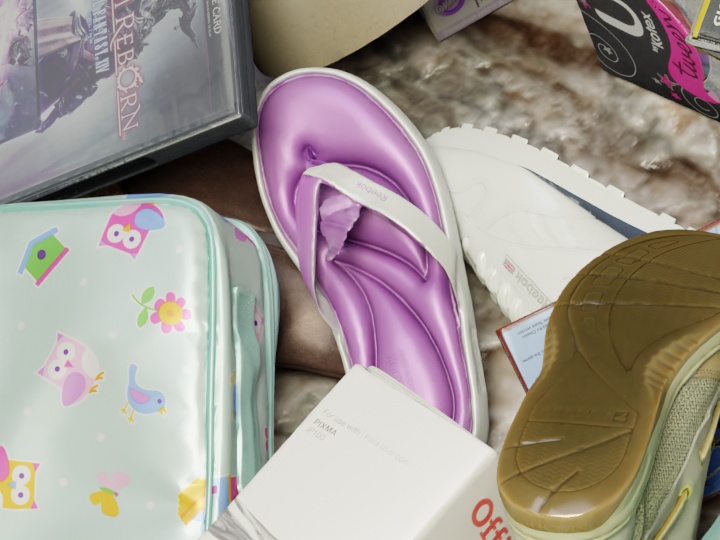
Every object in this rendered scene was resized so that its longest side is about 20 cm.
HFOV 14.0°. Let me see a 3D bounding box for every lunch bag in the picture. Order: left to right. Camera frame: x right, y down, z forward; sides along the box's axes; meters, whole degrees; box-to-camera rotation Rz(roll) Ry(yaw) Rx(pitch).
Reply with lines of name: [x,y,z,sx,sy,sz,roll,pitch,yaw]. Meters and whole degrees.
lunch bag: [-0.112,0.069,1.291,0.160,0.077,0.201,-4,77,19]

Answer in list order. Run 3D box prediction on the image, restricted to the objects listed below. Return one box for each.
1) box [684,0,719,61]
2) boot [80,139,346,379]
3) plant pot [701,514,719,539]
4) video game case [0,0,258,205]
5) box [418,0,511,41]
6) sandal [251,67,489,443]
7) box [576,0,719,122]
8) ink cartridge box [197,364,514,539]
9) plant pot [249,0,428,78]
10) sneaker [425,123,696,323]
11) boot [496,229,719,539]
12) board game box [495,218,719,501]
box: [0.230,-0.165,1.264,0.049,0.160,0.201,21,91,39]
boot: [-0.054,-0.033,1.400,0.166,0.072,0.201,4,58,12]
plant pot: [0.194,0.145,1.085,0.200,0.201,0.134,-26,22,2]
video game case: [-0.137,-0.099,1.348,0.200,0.019,0.143,-20,61,28]
box: [0.112,-0.185,1.454,0.200,0.039,0.041,-30,47,-1]
sandal: [0.007,-0.003,1.300,0.082,0.050,0.203,-26,75,12]
box: [0.160,-0.178,1.321,0.115,0.200,0.132,28,68,38]
ink cartridge box: [-0.016,0.160,1.171,0.083,0.147,0.200,31,70,36]
plant pot: [-0.041,-0.229,1.402,0.187,0.200,0.187,-35,22,17]
sneaker: [0.087,0.001,1.304,0.200,0.076,0.081,28,78,38]
boot: [0.112,0.090,1.173,0.072,0.155,0.200,6,37,22]
board game box: [0.168,0.027,1.232,0.200,0.019,0.103,-26,88,-4]
